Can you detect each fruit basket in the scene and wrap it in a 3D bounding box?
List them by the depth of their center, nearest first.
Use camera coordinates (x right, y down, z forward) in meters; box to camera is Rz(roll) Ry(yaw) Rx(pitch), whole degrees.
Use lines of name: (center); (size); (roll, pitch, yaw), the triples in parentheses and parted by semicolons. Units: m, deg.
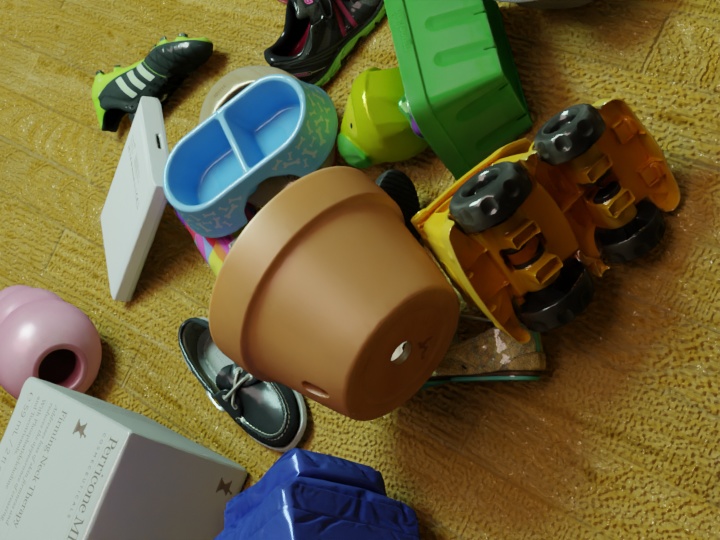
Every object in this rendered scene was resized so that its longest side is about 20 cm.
fruit basket: (0.049, -0.180, 1.484); (0.214, 0.156, 0.217); (-12, 58, 20)

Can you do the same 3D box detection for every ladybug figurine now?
ladybug figurine: (-0.091, -0.133, 1.623); (0.136, 0.072, 0.200); (-43, 55, 5)

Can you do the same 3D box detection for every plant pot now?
plant pot: (-0.011, 0.032, 1.310); (0.140, 0.200, 0.201); (38, 99, 30)

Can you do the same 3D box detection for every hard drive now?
hard drive: (-0.254, -0.078, 1.738); (0.201, 0.026, 0.133); (119, 146, -45)

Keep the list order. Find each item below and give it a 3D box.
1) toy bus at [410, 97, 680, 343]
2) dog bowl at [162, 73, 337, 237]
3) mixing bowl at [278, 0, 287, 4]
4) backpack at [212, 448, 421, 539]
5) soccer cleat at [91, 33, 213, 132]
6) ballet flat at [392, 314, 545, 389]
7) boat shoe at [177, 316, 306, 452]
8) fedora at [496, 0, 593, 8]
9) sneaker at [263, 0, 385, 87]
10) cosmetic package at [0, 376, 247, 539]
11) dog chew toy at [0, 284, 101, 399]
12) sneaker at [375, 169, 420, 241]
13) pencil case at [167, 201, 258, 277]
toy bus: (0.146, -0.053, 1.331); (0.200, 0.136, 0.192); (-39, 18, -9)
dog bowl: (-0.117, -0.120, 1.557); (0.199, 0.050, 0.112); (-36, 57, 14)
mixing bowl: (-0.078, -0.412, 1.733); (0.199, 0.108, 0.202); (-21, 58, 37)
backpack: (-0.055, 0.267, 1.354); (0.200, 0.162, 0.169); (-46, 35, 35)
soccer cleat: (-0.245, -0.223, 1.846); (0.199, 0.067, 0.082); (-19, 76, 39)
ballet flat: (0.075, 0.075, 1.376); (0.199, 0.071, 0.071); (-10, 64, 36)
boat shoe: (-0.125, 0.114, 1.560); (0.200, 0.060, 0.076); (37, 97, 47)
fedora: (0.186, -0.305, 1.428); (0.199, 0.090, 0.178); (-32, 53, 7)
sneaker: (-0.030, -0.282, 1.640); (0.201, 0.084, 0.077); (-56, 44, 8)
cosmetic package: (-0.256, 0.229, 1.556); (0.199, 0.166, 0.169); (18, 83, 46)
dog chew toy: (-0.378, 0.077, 1.788); (0.125, 0.124, 0.200); (-59, 34, 4)
sneaker: (0.000, 0.000, 1.483); (0.088, 0.074, 0.202); (0, 74, 47)
pencil case: (-0.141, -0.044, 1.637); (0.089, 0.088, 0.200); (-52, 43, 12)
